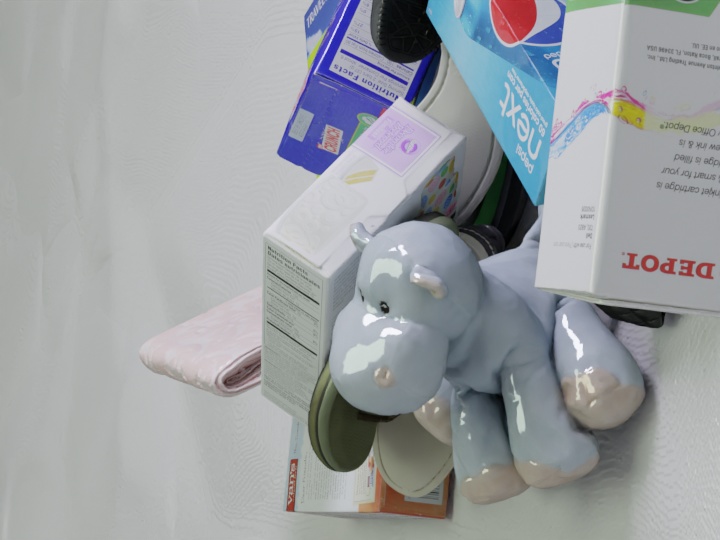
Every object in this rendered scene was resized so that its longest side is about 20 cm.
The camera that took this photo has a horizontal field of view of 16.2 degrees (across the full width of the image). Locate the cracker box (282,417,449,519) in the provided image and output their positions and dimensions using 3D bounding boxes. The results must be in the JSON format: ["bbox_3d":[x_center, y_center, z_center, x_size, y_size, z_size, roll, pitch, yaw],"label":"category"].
[{"bbox_3d":[0.007,0.116,1.876,0.200,0.058,0.134,169,109,-67],"label":"cracker box"}]

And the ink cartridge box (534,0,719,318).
[{"bbox_3d":[0.182,-0.076,1.360,0.084,0.145,0.200,-174,91,-70],"label":"ink cartridge box"}]

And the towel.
[{"bbox_3d":[-0.058,0.039,1.913,0.032,0.191,0.200,68,162,-11],"label":"towel"}]

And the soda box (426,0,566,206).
[{"bbox_3d":[0.105,-0.126,1.513,0.200,0.064,0.068,-116,31,-45],"label":"soda box"}]

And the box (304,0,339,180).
[{"bbox_3d":[0.001,-0.169,2.005,0.122,0.048,0.200,128,142,-53],"label":"box"}]

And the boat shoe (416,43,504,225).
[{"bbox_3d":[0.078,-0.123,1.688,0.074,0.060,0.200,22,123,23],"label":"boat shoe"}]

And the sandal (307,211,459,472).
[{"bbox_3d":[0.021,0.056,1.644,0.057,0.080,0.201,35,122,19],"label":"sandal"}]

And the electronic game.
[{"bbox_3d":[0.073,-0.083,1.792,0.200,0.042,0.200,-172,90,-68],"label":"electronic game"}]

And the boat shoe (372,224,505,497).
[{"bbox_3d":[0.061,0.060,1.710,0.063,0.073,0.200,-32,-41,-57],"label":"boat shoe"}]

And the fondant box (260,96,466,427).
[{"bbox_3d":[0.000,0.000,1.679,0.144,0.058,0.200,-46,-20,-27],"label":"fondant box"}]

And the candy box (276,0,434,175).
[{"bbox_3d":[0.020,-0.177,1.792,0.200,0.077,0.169,-66,4,-19],"label":"candy box"}]

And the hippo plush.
[{"bbox_3d":[0.073,0.038,1.534,0.159,0.161,0.200,31,96,46],"label":"hippo plush"}]

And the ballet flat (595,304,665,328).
[{"bbox_3d":[0.194,-0.054,1.481,0.066,0.057,0.200,-74,10,-59],"label":"ballet flat"}]

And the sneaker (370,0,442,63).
[{"bbox_3d":[0.040,-0.240,1.623,0.104,0.060,0.200,-132,55,-61],"label":"sneaker"}]
